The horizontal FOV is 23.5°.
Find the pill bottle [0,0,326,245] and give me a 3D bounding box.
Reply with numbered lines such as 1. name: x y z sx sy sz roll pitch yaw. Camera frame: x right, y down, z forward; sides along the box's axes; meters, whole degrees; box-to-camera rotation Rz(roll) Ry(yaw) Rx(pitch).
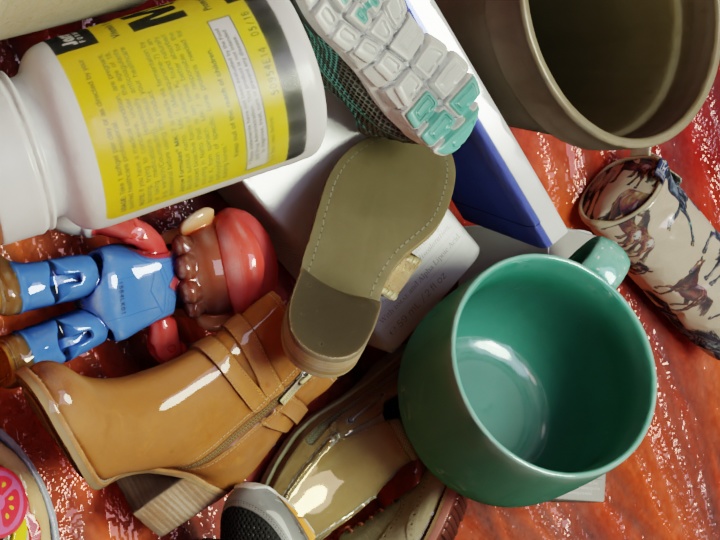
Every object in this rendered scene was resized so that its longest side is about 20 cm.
1. pill bottle: -0.130 -0.091 1.010 0.199 0.114 0.115 -20 101 -18

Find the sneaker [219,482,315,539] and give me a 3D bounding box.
1. sneaker: -0.066 0.232 1.069 0.077 0.078 0.201 -5 91 -46

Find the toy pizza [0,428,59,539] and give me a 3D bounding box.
1. toy pizza: -0.255 0.174 0.994 0.200 0.032 0.201 2 86 -40

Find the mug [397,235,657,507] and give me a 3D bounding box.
1. mug: 0.114 0.074 1.151 0.185 0.114 0.152 -16 77 -31

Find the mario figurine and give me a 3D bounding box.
1. mario figurine: -0.145 0.012 1.085 0.199 0.106 0.124 -13 139 -31

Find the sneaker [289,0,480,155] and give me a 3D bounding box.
1. sneaker: -0.013 -0.147 1.060 0.078 0.091 0.200 -52 123 -27

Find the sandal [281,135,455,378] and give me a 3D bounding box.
1. sandal: -0.005 -0.003 1.094 0.077 0.070 0.212 26 47 0

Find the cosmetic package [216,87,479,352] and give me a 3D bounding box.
1. cosmetic package: -0.021 -0.051 1.160 0.102 0.074 0.200 -49 117 -14

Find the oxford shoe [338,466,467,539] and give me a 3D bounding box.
1. oxford shoe: 0.022 0.182 1.192 0.200 0.075 0.071 -63 163 -19

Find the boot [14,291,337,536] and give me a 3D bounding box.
1. boot: -0.107 0.066 1.040 0.155 0.074 0.200 -40 148 -2

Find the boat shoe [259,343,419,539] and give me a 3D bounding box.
1. boat shoe: 0.007 0.117 1.187 0.200 0.076 0.072 -48 117 -31

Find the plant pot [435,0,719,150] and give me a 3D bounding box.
1. plant pot: 0.121 -0.175 1.203 0.199 0.173 0.201 3 86 -41

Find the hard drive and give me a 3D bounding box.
1. hard drive: 0.056 -0.110 1.173 0.025 0.132 0.200 -38 113 -12

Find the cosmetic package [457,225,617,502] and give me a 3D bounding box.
1. cosmetic package: 0.127 0.069 1.276 0.107 0.090 0.201 15 74 -51

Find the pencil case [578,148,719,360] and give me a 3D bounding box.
1. pencil case: 0.265 -0.011 1.409 0.200 0.078 0.090 45 76 -29

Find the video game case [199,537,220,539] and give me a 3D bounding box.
1. video game case: -0.143 0.274 1.059 0.200 0.036 0.182 -9 94 -49

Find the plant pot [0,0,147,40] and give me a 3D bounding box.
1. plant pot: -0.202 -0.209 0.974 0.183 0.200 0.201 -14 97 -50
